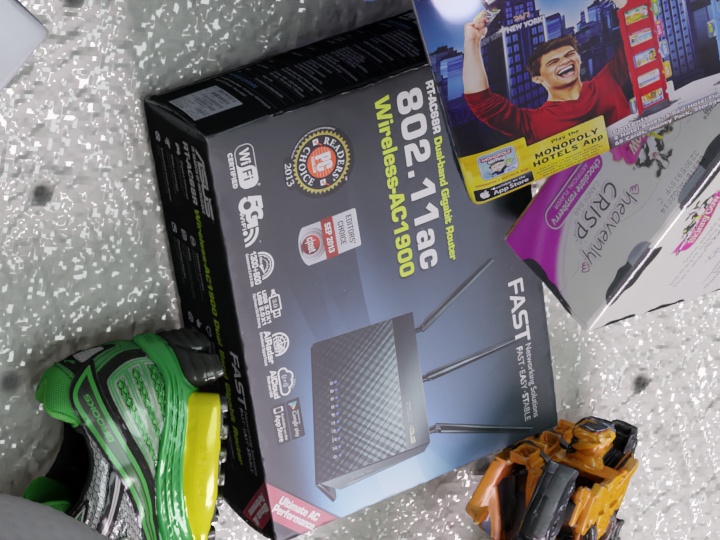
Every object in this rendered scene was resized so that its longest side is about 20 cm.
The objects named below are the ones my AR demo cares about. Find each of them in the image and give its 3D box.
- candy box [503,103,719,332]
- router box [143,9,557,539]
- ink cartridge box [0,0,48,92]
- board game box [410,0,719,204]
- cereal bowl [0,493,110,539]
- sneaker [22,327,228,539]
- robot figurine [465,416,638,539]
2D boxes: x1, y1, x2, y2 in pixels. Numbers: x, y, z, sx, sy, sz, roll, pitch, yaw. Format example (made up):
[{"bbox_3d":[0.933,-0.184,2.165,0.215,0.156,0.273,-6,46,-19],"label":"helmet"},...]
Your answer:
[{"bbox_3d":[0.170,-0.055,1.120,0.200,0.061,0.137,-15,147,-50],"label":"candy box"},{"bbox_3d":[0.000,0.000,1.107,0.149,0.062,0.201,-22,119,-24],"label":"router box"},{"bbox_3d":[-0.242,-0.072,0.896,0.200,0.043,0.197,40,88,-34],"label":"ink cartridge box"},{"bbox_3d":[0.105,-0.139,0.923,0.199,0.062,0.200,-23,143,-3],"label":"board game box"},{"bbox_3d":[-0.136,0.170,1.037,0.083,0.199,0.201,-47,135,-51],"label":"cereal bowl"},{"bbox_3d":[-0.107,0.123,1.096,0.085,0.078,0.201,-4,105,-20],"label":"sneaker"},{"bbox_3d":[0.072,0.157,1.191,0.145,0.058,0.201,-20,129,-66],"label":"robot figurine"}]
